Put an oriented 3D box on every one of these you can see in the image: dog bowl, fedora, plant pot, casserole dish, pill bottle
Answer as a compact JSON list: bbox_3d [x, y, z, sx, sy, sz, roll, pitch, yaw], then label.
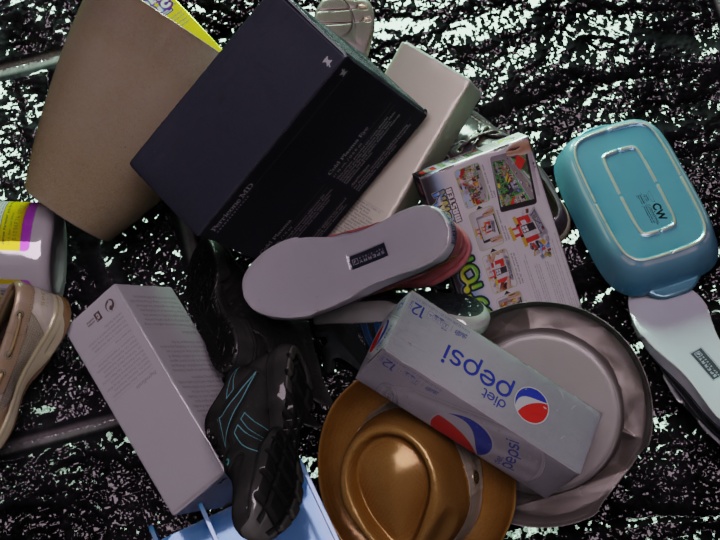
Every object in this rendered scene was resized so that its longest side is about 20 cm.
[{"bbox_3d":[0.161,0.125,1.576,0.198,0.059,0.202,1,93,10],"label":"dog bowl"},{"bbox_3d":[0.038,0.187,1.535,0.199,0.082,0.203,3,100,20],"label":"fedora"},{"bbox_3d":[-0.215,-0.136,1.609,0.187,0.187,0.201,34,93,11],"label":"plant pot"},{"bbox_3d":[0.260,-0.066,1.670,0.120,0.039,0.201,-18,61,-8],"label":"casserole dish"},{"bbox_3d":[-0.377,-0.013,1.636,0.198,0.104,0.105,2,70,1],"label":"pill bottle"}]

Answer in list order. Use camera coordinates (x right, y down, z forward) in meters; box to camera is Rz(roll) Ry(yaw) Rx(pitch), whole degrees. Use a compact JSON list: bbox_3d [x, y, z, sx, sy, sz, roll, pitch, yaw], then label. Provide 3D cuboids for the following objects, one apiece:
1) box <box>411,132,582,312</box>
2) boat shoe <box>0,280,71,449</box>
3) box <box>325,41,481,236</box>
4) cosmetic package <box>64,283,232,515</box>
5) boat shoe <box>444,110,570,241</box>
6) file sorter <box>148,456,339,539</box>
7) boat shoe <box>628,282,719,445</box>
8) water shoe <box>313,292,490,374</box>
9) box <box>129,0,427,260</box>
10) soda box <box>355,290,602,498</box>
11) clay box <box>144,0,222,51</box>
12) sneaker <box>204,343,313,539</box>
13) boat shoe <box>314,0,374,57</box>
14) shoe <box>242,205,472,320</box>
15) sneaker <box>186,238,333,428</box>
[{"bbox_3d":[0.130,-0.013,1.620,0.109,0.035,0.202,-20,102,-6],"label":"box"},{"bbox_3d":[-0.335,0.100,1.583,0.201,0.065,0.072,-56,37,10],"label":"boat shoe"},{"bbox_3d":[0.027,-0.104,1.653,0.082,0.068,0.201,33,93,15],"label":"box"},{"bbox_3d":[-0.169,0.113,1.584,0.071,0.101,0.201,-39,72,19],"label":"cosmetic package"},{"bbox_3d":[0.125,-0.105,1.687,0.072,0.065,0.200,-40,76,-14],"label":"boat shoe"},{"bbox_3d":[-0.111,0.266,1.529,0.199,0.123,0.140,-25,72,-8],"label":"file sorter"},{"bbox_3d":[0.308,0.090,1.618,0.071,0.068,0.200,-25,50,-14],"label":"boat shoe"},{"bbox_3d":[0.041,0.062,1.585,0.071,0.199,0.080,-13,100,-42],"label":"water shoe"},{"bbox_3d":[-0.068,-0.117,1.554,0.104,0.182,0.200,44,98,25],"label":"box"},{"bbox_3d":[0.100,0.106,1.490,0.199,0.063,0.069,32,55,-8],"label":"soda box"},{"bbox_3d":[-0.192,-0.191,1.728,0.115,0.048,0.200,-40,76,-12],"label":"clay box"},{"bbox_3d":[-0.090,0.150,1.487,0.079,0.076,0.201,-12,38,17],"label":"sneaker"},{"bbox_3d":[-0.030,-0.169,1.709,0.075,0.072,0.202,18,72,-2],"label":"boat shoe"},{"bbox_3d":[0.000,0.000,1.560,0.198,0.091,0.072,-19,75,15],"label":"shoe"},{"bbox_3d":[-0.093,0.054,1.634,0.103,0.060,0.201,16,34,-31],"label":"sneaker"}]
